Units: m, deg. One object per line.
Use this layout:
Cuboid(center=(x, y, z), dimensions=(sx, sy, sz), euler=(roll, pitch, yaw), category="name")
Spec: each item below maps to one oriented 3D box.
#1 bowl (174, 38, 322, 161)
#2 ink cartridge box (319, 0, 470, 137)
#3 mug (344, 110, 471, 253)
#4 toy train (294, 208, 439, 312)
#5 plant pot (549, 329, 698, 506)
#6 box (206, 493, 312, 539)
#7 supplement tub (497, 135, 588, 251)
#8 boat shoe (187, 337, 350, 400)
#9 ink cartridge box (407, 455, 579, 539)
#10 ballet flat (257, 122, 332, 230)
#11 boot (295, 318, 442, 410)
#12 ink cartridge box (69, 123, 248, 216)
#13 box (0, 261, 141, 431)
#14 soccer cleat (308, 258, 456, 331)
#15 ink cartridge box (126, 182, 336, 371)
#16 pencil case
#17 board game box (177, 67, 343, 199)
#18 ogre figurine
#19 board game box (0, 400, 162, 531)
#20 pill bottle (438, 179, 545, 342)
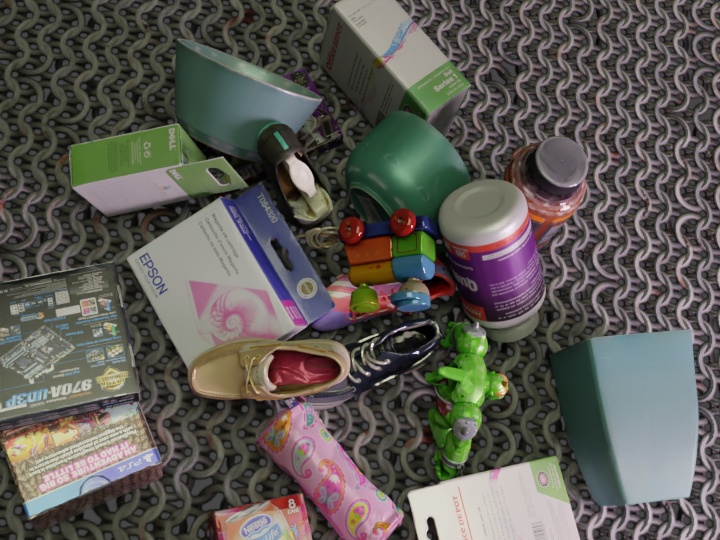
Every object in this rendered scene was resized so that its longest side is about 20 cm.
Cuboid(center=(-0.158, -0.209, 1.388), dimensions=(0.199, 0.201, 0.106), euler=(22, 103, -1), category="bowl")
Cuboid(center=(0.042, -0.269, 1.480), dimensions=(0.084, 0.145, 0.201), euler=(-36, 78, -21), category="ink cartridge box")
Cuboid(center=(0.064, -0.102, 1.418), dimensions=(0.185, 0.152, 0.114), euler=(44, 71, 8), category="mug")
Cuboid(center=(0.000, 0.000, 1.351), dimensions=(0.197, 0.085, 0.117), euler=(-8, 70, 25), category="toy train")
Cuboid(center=(0.339, 0.190, 1.368), dimensions=(0.139, 0.141, 0.203), euler=(-3, 78, -11), category="plant pot")
Cuboid(center=(-0.113, 0.314, 1.203), dimensions=(0.098, 0.200, 0.097), euler=(-9, 73, -13), category="box")
Cuboid(center=(0.228, -0.096, 1.417), dimensions=(0.105, 0.200, 0.108), euler=(5, 67, -11), category="supplement tub")
Cuboid(center=(-0.110, 0.117, 1.291), dimensions=(0.197, 0.069, 0.075), euler=(-8, 94, -1), category="boat shoe")
Cuboid(center=(0.155, 0.308, 1.325), dimensions=(0.197, 0.067, 0.119), euler=(-9, 72, -14), category="ink cartridge box")
Cuboid(center=(-0.076, -0.100, 1.369), dimensions=(0.068, 0.201, 0.068), euler=(-39, 53, -6), category="ballet flat")
Cuboid(center=(0.005, 0.110, 1.360), dimensions=(0.198, 0.090, 0.073), euler=(-22, 74, -17), category="boot")
Cuboid(center=(-0.251, -0.129, 1.364), dimensions=(0.197, 0.104, 0.060), euler=(-10, 70, 9), category="ink cartridge box")
Cuboid(center=(-0.358, 0.087, 1.223), dimensions=(0.197, 0.046, 0.161), euler=(-12, 72, -14), category="box")
Cuboid(center=(0.028, 0.034, 1.397), dimensions=(0.198, 0.067, 0.076), euler=(-21, 38, -21), category="soccer cleat")
Cuboid(center=(-0.163, 0.015, 1.364), dimensions=(0.199, 0.043, 0.198), euler=(-33, 77, 0), category="ink cartridge box")
Cuboid(center=(-0.036, 0.247, 1.306), dimensions=(0.087, 0.088, 0.200), euler=(-38, 79, -21), category="pencil case")
Cuboid(center=(-0.136, -0.189, 1.484), dimensions=(0.198, 0.032, 0.121), euler=(-26, 72, -18), category="board game box")
Cuboid(center=(0.124, 0.150, 1.351), dimensions=(0.097, 0.120, 0.202), euler=(27, 68, 1), category="ogre figurine")
Cuboid(center=(-0.340, 0.174, 1.271), dimensions=(0.158, 0.097, 0.202), euler=(-20, 74, -17), category="board game box")
Cuboid(center=(0.171, -0.007, 1.373), dimensions=(0.111, 0.202, 0.113), euler=(-12, 37, 10), category="pill bottle")
